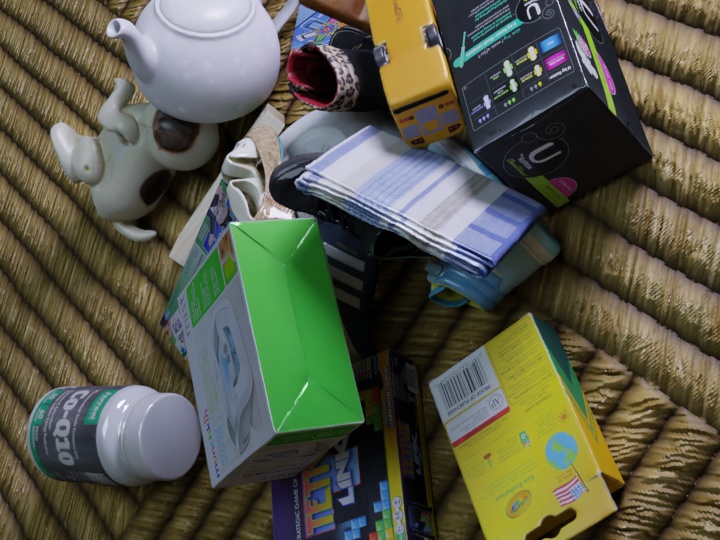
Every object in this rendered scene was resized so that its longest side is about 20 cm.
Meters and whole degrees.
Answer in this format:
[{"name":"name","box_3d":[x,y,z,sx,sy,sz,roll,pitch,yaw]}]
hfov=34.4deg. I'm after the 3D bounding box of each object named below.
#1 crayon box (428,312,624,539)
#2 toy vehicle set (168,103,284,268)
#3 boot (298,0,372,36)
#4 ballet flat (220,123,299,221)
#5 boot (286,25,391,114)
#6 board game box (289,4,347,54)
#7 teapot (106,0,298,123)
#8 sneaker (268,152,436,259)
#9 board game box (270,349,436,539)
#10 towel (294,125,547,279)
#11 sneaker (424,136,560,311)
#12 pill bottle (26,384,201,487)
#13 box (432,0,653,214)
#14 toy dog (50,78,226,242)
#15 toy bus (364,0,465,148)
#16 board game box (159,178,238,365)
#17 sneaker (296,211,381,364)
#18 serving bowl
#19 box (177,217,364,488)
[{"name":"crayon box","box_3d":[0.148,0.157,1.032,0.126,0.051,0.202,-36,51,23]},{"name":"toy vehicle set","box_3d":[-0.155,-0.103,1.373,0.201,0.026,0.124,-55,10,7]},{"name":"boot","box_3d":[0.059,-0.317,1.243,0.199,0.068,0.190,33,88,15]},{"name":"ballet flat","box_3d":[-0.110,-0.094,1.215,0.071,0.064,0.201,-62,31,30]},{"name":"boot","box_3d":[-0.014,-0.220,1.261,0.200,0.149,0.074,46,126,40]},{"name":"board game box","box_3d":[0.002,-0.312,1.385,0.198,0.019,0.105,-4,67,39]},{"name":"teapot","box_3d":[-0.181,-0.286,1.389,0.194,0.147,0.202,10,48,1]},{"name":"sneaker","box_3d":[0.009,-0.055,1.086,0.196,0.061,0.105,4,36,-1]},{"name":"board game box","box_3d":[-0.013,0.200,1.146,0.164,0.056,0.203,-24,57,30]},{"name":"towel","box_3d":[0.056,-0.066,1.046,0.198,0.147,0.024,26,125,17]},{"name":"sneaker","box_3d":[0.094,-0.043,1.148,0.131,0.079,0.201,-47,48,12]},{"name":"pill bottle","box_3d":[-0.283,0.190,1.341,0.198,0.113,0.115,-6,67,38]},{"name":"box","box_3d":[0.169,-0.186,1.098,0.123,0.148,0.203,-28,55,25]},{"name":"toy dog","box_3d":[-0.268,-0.154,1.467,0.198,0.139,0.197,-26,69,29]},{"name":"toy bus","box_3d":[0.049,-0.221,1.129,0.064,0.079,0.202,-20,49,12]},{"name":"board game box","box_3d":[-0.149,0.021,1.283,0.135,0.029,0.202,47,122,36]},{"name":"sneaker","box_3d":[0.000,0.000,1.175,0.083,0.075,0.203,-16,100,8]},{"name":"serving bowl","box_3d":[-0.036,-0.104,1.265,0.197,0.066,0.203,-14,56,22]},{"name":"box","box_3d":[-0.090,0.080,1.099,0.176,0.095,0.203,-43,56,54]}]
